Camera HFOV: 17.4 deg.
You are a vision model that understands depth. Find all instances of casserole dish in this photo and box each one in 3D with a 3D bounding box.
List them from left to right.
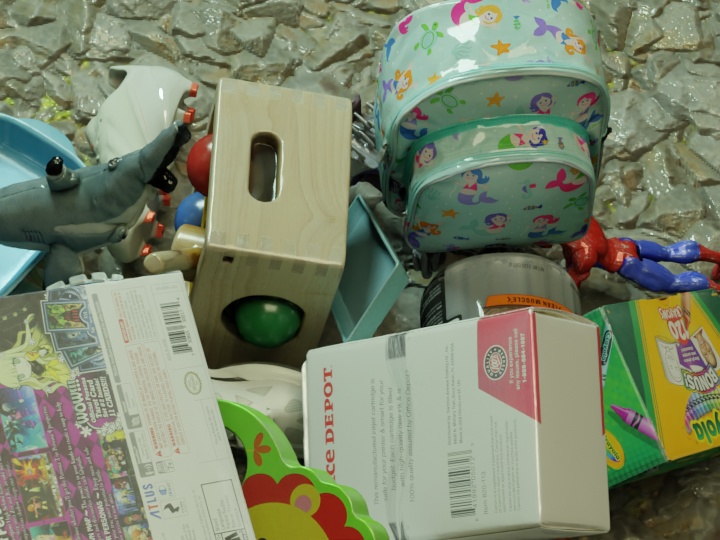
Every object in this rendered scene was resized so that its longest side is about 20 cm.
[{"bbox_3d":[-0.283,-0.034,1.730,0.121,0.039,0.200,31,53,8],"label":"casserole dish"}]

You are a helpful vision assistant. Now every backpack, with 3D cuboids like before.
[{"bbox_3d":[0.097,-0.109,1.717,0.177,0.200,0.151,-4,56,-5],"label":"backpack"}]

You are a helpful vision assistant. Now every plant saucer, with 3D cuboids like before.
[{"bbox_3d":[0.000,0.000,1.725,0.019,0.070,0.200,31,10,-16],"label":"plant saucer"}]

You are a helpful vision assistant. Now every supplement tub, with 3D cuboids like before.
[{"bbox_3d":[0.107,0.097,1.712,0.122,0.123,0.201,5,54,-11],"label":"supplement tub"}]

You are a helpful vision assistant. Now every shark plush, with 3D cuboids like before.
[{"bbox_3d":[-0.194,-0.048,1.639,0.083,0.200,0.091,34,58,-35],"label":"shark plush"}]

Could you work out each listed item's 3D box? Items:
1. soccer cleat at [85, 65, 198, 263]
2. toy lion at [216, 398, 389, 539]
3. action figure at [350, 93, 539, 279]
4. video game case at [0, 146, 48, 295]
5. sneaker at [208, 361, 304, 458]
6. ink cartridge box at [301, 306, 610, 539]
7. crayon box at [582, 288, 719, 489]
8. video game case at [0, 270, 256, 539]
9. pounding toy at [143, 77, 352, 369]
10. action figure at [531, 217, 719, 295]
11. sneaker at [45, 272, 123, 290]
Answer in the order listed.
[{"bbox_3d":[-0.178,-0.083,1.807,0.077,0.069,0.200,11,46,0],"label":"soccer cleat"},{"bbox_3d":[-0.075,0.176,1.513,0.191,0.069,0.201,-16,75,20],"label":"toy lion"},{"bbox_3d":[0.057,-0.056,1.845,0.200,0.069,0.130,35,47,7],"label":"action figure"},{"bbox_3d":[-0.299,-0.010,1.746,0.182,0.022,0.200,-3,55,-17],"label":"video game case"},{"bbox_3d":[-0.106,0.118,1.653,0.200,0.076,0.115,13,35,1],"label":"sneaker"},{"bbox_3d":[0.062,0.114,1.592,0.083,0.200,0.147,12,72,-48],"label":"ink cartridge box"},{"bbox_3d":[0.220,0.084,1.714,0.200,0.058,0.119,-7,71,-58],"label":"crayon box"},{"bbox_3d":[-0.170,0.107,1.455,0.181,0.036,0.201,-9,72,-28],"label":"video game case"},{"bbox_3d":[-0.090,-0.021,1.706,0.142,0.184,0.200,8,53,-8],"label":"pounding toy"},{"bbox_3d":[0.198,0.007,1.846,0.200,0.099,0.065,17,45,-30],"label":"action figure"},{"bbox_3d":[-0.220,0.064,1.638,0.199,0.087,0.075,-13,30,20],"label":"sneaker"}]
